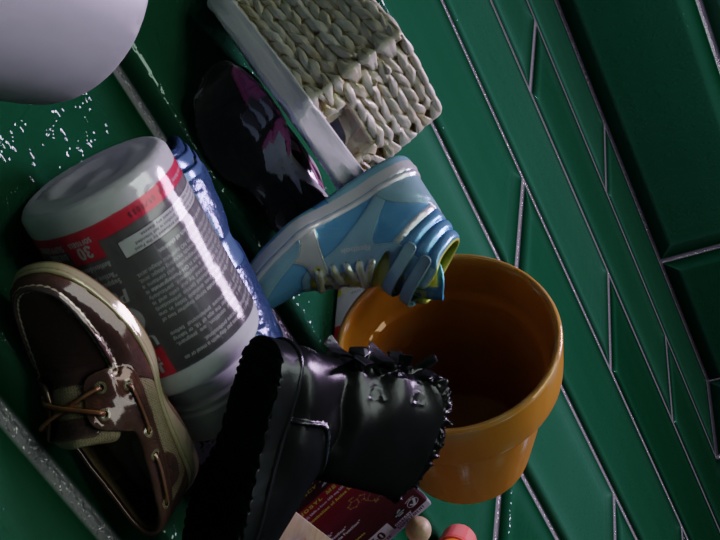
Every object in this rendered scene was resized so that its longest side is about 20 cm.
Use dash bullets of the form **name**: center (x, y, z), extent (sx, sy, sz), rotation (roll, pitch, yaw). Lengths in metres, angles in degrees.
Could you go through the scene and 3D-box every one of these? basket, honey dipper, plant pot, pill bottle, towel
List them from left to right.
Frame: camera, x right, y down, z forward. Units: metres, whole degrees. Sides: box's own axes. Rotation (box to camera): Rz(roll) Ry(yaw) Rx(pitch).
- **pill bottle**: center (-0.139, 0.017, 0.799), extent (0.200, 0.111, 0.111), rotation (63, 24, -24)
- **towel**: center (-0.114, -0.008, 0.909), extent (0.112, 0.048, 0.200), rotation (-129, -165, -73)
- **basket**: center (-0.031, -0.193, 1.050), extent (0.200, 0.123, 0.136), rotation (56, 2, 37)
- **honey dipper**: center (0.039, 0.301, 0.999), extent (0.038, 0.038, 0.200), rotation (-55, 155, -62)
- **plant pot**: center (0.091, 0.119, 1.066), extent (0.183, 0.200, 0.200), rotation (76, 14, -47)

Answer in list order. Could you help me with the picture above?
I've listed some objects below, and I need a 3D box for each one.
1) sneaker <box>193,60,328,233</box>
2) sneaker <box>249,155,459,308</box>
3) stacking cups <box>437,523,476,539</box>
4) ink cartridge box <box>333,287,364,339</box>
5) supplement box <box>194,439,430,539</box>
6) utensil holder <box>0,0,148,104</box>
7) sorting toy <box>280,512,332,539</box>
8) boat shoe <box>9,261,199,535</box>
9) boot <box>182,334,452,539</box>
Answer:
- **sneaker**: center (-0.093, -0.112, 1.073), extent (0.086, 0.080, 0.200), rotation (-106, 170, -56)
- **sneaker**: center (0.000, 0.000, 1.006), extent (0.131, 0.200, 0.080), rotation (51, -8, 15)
- **stacking cups**: center (0.084, 0.328, 1.191), extent (0.200, 0.060, 0.061), rotation (-34, 106, -70)
- **ink cartridge box**: center (0.028, 0.055, 1.224), extent (0.116, 0.067, 0.200), rotation (52, 31, -40)
- **supplement box**: center (-0.036, 0.168, 0.926), extent (0.061, 0.109, 0.200), rotation (46, -1, 45)
- **utensil holder**: center (-0.237, -0.183, 0.640), extent (0.200, 0.170, 0.170), rotation (-1, 76, -70)
- **sorting toy**: center (-0.026, 0.305, 0.862), extent (0.199, 0.070, 0.200), rotation (49, 47, -46)
- **boat shoe**: center (-0.169, 0.088, 0.739), extent (0.072, 0.072, 0.200), rotation (-72, 146, -55)
- **boot**: center (-0.027, 0.140, 0.813), extent (0.162, 0.073, 0.198), rotation (15, 94, -40)
